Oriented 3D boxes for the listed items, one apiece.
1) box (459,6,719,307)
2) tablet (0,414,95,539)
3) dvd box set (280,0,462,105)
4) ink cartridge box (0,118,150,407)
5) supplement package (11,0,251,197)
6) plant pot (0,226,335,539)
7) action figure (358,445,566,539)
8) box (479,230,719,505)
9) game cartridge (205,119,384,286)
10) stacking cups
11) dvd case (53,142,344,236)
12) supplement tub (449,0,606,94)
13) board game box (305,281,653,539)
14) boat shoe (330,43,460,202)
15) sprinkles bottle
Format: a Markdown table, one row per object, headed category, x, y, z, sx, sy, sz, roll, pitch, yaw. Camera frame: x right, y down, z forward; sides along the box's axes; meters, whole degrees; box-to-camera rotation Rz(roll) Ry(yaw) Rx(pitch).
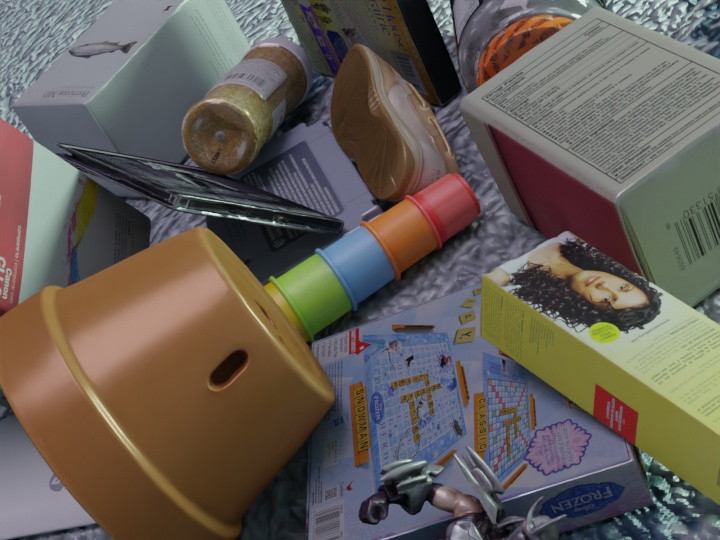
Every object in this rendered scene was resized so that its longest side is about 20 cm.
| category | x | y | z | sx | sy | sz | roll | pitch | yaw |
| --- | --- | --- | --- | --- | --- | --- | --- | --- | --- |
| box | 0.178 | -0.076 | 0.927 | 0.128 | 0.109 | 0.200 | -35 | 33 | -7 |
| tablet | -0.206 | 0.139 | 1.026 | 0.199 | 0.014 | 0.130 | -14 | 37 | 23 |
| dvd box set | -0.005 | -0.227 | 1.232 | 0.029 | 0.147 | 0.200 | -40 | 34 | -19 |
| ink cartridge box | -0.273 | 0.001 | 1.058 | 0.145 | 0.200 | 0.145 | -12 | 64 | 25 |
| supplement package | -0.212 | -0.178 | 1.349 | 0.117 | 0.118 | 0.200 | 5 | 47 | 40 |
| plant pot | -0.110 | 0.068 | 0.862 | 0.140 | 0.200 | 0.200 | -38 | 34 | 2 |
| action figure | 0.023 | 0.175 | 0.737 | 0.200 | 0.069 | 0.130 | -30 | 63 | 17 |
| box | 0.158 | 0.053 | 0.769 | 0.075 | 0.050 | 0.200 | -28 | 45 | -31 |
| game cartridge | -0.058 | -0.046 | 1.136 | 0.133 | 0.042 | 0.200 | -33 | 33 | 3 |
| stacking cups | 0.000 | 0.000 | 1.018 | 0.200 | 0.061 | 0.061 | -31 | 33 | -8 |
| dvd case | -0.128 | -0.063 | 1.074 | 0.200 | 0.148 | 0.016 | 24 | 103 | 50 |
| supplement tub | 0.134 | -0.196 | 1.107 | 0.122 | 0.123 | 0.200 | -20 | 35 | 14 |
| board game box | 0.064 | 0.089 | 0.859 | 0.199 | 0.041 | 0.200 | -20 | 35 | 15 |
| boat shoe | 0.028 | -0.114 | 1.131 | 0.074 | 0.069 | 0.200 | -61 | 30 | 29 |
| sprinkles bottle | -0.096 | -0.147 | 1.218 | 0.068 | 0.068 | 0.200 | -17 | 19 | 19 |
